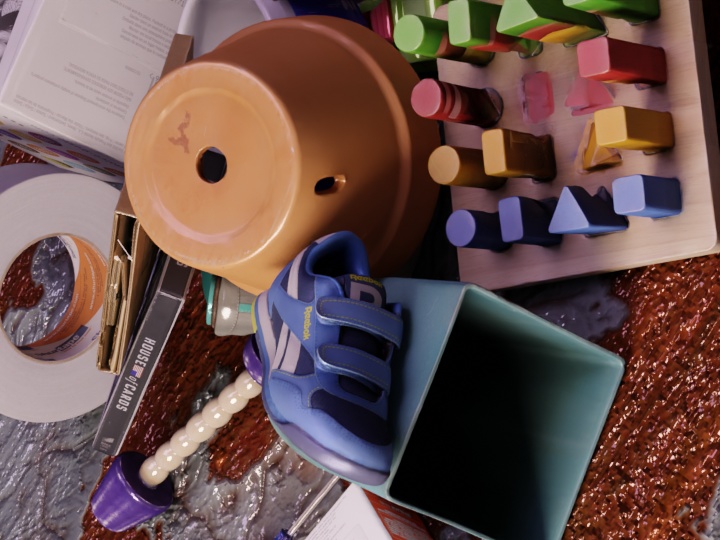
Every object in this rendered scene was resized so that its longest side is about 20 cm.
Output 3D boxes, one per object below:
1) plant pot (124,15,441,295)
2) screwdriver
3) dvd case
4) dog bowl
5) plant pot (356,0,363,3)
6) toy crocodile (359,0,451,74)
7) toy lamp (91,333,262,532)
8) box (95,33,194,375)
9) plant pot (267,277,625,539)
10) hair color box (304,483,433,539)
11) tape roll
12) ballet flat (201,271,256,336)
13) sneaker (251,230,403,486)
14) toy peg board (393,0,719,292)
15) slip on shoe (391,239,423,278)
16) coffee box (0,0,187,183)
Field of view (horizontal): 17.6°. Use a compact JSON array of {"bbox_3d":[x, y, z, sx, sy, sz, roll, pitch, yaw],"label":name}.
[{"bbox_3d":[-0.064,-0.072,1.565,0.200,0.140,0.200,3,96,29],"label":"plant pot"},{"bbox_3d":[-0.042,0.172,1.648,0.029,0.028,0.200,39,103,23],"label":"screwdriver"},{"bbox_3d":[-0.151,0.025,1.748,0.200,0.025,0.150,117,170,-46],"label":"dvd case"},{"bbox_3d":[-0.064,-0.126,1.738,0.200,0.079,0.200,24,118,57],"label":"dog bowl"},{"bbox_3d":[-0.022,-0.332,1.759,0.200,0.179,0.200,-45,23,25],"label":"plant pot"},{"bbox_3d":[0.022,-0.174,1.710,0.200,0.062,0.068,159,107,-72],"label":"toy crocodile"},{"bbox_3d":[-0.128,0.127,1.754,0.200,0.058,0.058,-44,41,25],"label":"toy lamp"},{"bbox_3d":[-0.155,-0.050,1.697,0.200,0.021,0.164,-77,0,-46],"label":"box"},{"bbox_3d":[0.038,0.084,1.518,0.200,0.141,0.141,13,79,56],"label":"plant pot"},{"bbox_3d":[0.020,0.244,1.504,0.111,0.064,0.200,-50,38,14],"label":"hair color box"},{"bbox_3d":[-0.256,0.017,1.850,0.066,0.200,0.200,17,82,52],"label":"tape roll"},{"bbox_3d":[-0.087,0.009,1.766,0.200,0.064,0.067,-111,26,-75],"label":"ballet flat"},{"bbox_3d":[-0.014,0.050,1.423,0.082,0.074,0.200,-50,34,22],"label":"sneaker"},{"bbox_3d":[0.116,-0.098,1.495,0.200,0.098,0.199,-11,80,38],"label":"toy peg board"},{"bbox_3d":[0.000,0.000,1.659,0.061,0.074,0.200,10,80,27],"label":"slip on shoe"},{"bbox_3d":[-0.232,-0.197,1.950,0.198,0.200,0.200,11,78,52],"label":"coffee box"}]
